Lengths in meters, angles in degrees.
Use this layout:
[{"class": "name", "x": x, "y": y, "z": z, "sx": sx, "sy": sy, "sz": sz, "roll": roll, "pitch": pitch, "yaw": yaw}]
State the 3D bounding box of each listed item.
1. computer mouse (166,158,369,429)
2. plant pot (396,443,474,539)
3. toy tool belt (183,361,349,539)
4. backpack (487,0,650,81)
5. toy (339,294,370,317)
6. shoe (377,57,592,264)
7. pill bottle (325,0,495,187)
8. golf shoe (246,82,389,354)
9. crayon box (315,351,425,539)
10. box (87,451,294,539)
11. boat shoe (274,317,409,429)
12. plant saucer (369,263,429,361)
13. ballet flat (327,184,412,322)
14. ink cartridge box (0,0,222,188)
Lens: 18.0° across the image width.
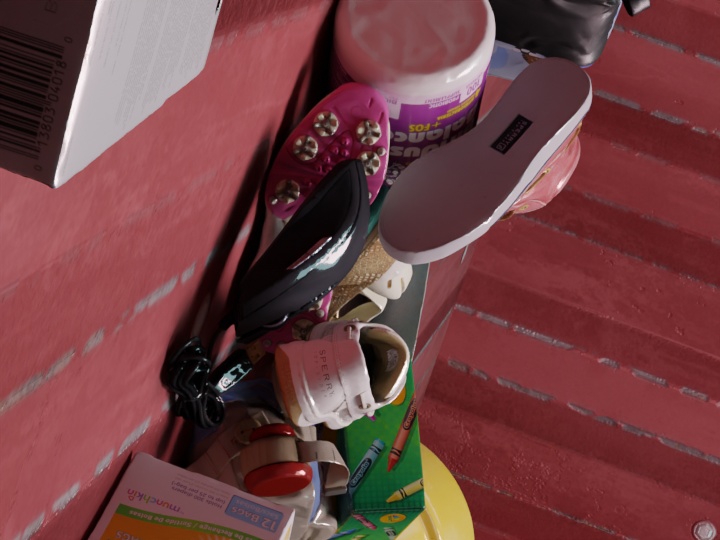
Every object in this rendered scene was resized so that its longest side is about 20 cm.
[{"class": "computer mouse", "x": -0.050, "y": 0.026, "z": 1.490, "sx": 0.200, "sy": 0.046, "sz": 0.140, "roll": -50, "pitch": 168, "yaw": -20}, {"class": "plant pot", "x": -0.029, "y": 0.252, "z": 1.982, "sx": 0.189, "sy": 0.201, "sz": 0.201, "roll": -27, "pitch": 139, "yaw": -58}, {"class": "toy tool belt", "x": -0.073, "y": 0.118, "z": 1.592, "sx": 0.200, "sy": 0.125, "sz": 0.123, "roll": 103, "pitch": -22, "yaw": -66}, {"class": "backpack", "x": 0.114, "y": -0.239, "z": 1.688, "sx": 0.154, "sy": 0.200, "sz": 0.191, "roll": 109, "pitch": -2, "yaw": -50}, {"class": "toy", "x": -0.042, "y": 0.054, "z": 1.846, "sx": 0.200, "sy": 0.047, "sz": 0.115, "roll": -58, "pitch": 171, "yaw": -39}, {"class": "shoe", "x": 0.089, "y": -0.057, "z": 1.594, "sx": 0.200, "sy": 0.071, "sz": 0.091, "roll": -45, "pitch": 156, "yaw": -23}, {"class": "pill bottle", "x": 0.030, "y": -0.121, "z": 1.624, "sx": 0.200, "sy": 0.112, "sz": 0.112, "roll": 98, "pitch": 14, "yaw": -59}, {"class": "golf shoe", "x": -0.034, "y": -0.044, "z": 1.567, "sx": 0.092, "sy": 0.075, "sz": 0.200, "roll": -86, "pitch": -162, "yaw": -69}, {"class": "crayon box", "x": -0.004, "y": 0.144, "z": 1.705, "sx": 0.200, "sy": 0.058, "sz": 0.119, "roll": 120, "pitch": -34, "yaw": -68}, {"class": "box", "x": -0.120, "y": 0.228, "z": 1.435, "sx": 0.101, "sy": 0.112, "sz": 0.200, "roll": -64, "pitch": 170, "yaw": -46}, {"class": "boat shoe", "x": 0.000, "y": 0.066, "z": 1.495, "sx": 0.200, "sy": 0.069, "sz": 0.071, "roll": -21, "pitch": 96, "yaw": -79}, {"class": "plant saucer", "x": 0.020, "y": 0.066, "z": 1.860, "sx": 0.201, "sy": 0.039, "sz": 0.201, "roll": -169, "pitch": -90, "yaw": -88}, {"class": "ballet flat", "x": 0.000, "y": 0.000, "z": 1.655, "sx": 0.200, "sy": 0.065, "sz": 0.071, "roll": -40, "pitch": -159, "yaw": 56}, {"class": "ink cartridge box", "x": -0.095, "y": -0.113, "z": 0.889, "sx": 0.200, "sy": 0.050, "sz": 0.109, "roll": -56, "pitch": 164, "yaw": -69}]
